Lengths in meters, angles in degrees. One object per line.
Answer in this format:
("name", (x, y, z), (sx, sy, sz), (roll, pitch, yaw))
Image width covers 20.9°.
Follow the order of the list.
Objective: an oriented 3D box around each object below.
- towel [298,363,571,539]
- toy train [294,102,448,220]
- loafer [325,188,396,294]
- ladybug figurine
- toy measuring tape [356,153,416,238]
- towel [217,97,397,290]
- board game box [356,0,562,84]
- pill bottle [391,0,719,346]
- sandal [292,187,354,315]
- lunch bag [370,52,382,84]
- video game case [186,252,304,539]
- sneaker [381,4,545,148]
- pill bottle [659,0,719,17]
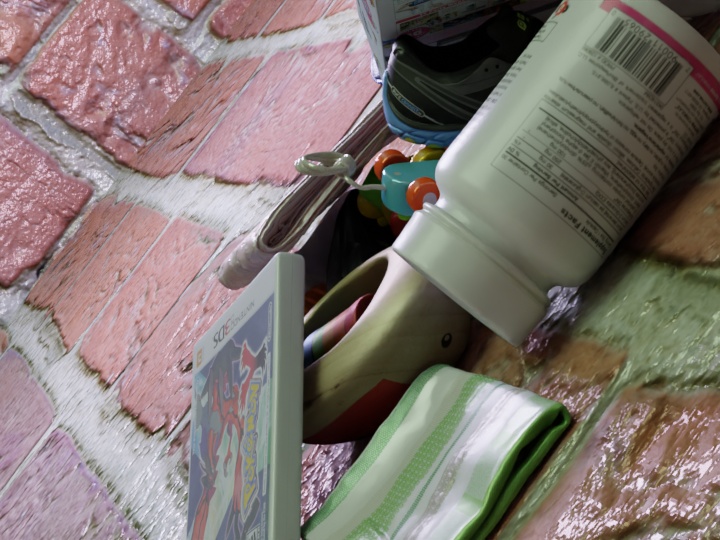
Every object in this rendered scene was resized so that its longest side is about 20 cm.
("towel", (0.036, 0.120, 1.109), (0.149, 0.031, 0.200), (-55, 14, -8))
("toy train", (0.049, -0.064, 1.273), (0.200, 0.150, 0.056), (-32, -50, -54))
("loafer", (0.000, 0.000, 1.444), (0.072, 0.073, 0.200), (-51, 12, 21))
("ladybug figurine", (0.005, 0.055, 1.279), (0.200, 0.072, 0.136), (-35, 22, 49))
("toy measuring tape", (0.080, -0.051, 1.372), (0.200, 0.074, 0.074), (-6, 43, 40))
("towel", (-0.025, -0.065, 1.454), (0.191, 0.032, 0.200), (-46, 2, -13))
("board game box", (0.072, -0.192, 1.260), (0.147, 0.064, 0.200), (-19, -11, -1))
("pill bottle", (0.115, -0.063, 1.135), (0.200, 0.113, 0.113), (-51, 14, 0))
("sandal", (-0.034, 0.017, 1.510), (0.059, 0.079, 0.207), (-37, 12, 44))
("lunch bag", (0.098, -0.200, 1.483), (0.200, 0.132, 0.136), (170, 108, -71))
("video game case", (-0.078, 0.113, 1.281), (0.182, 0.023, 0.201), (135, 139, -59))
("sneaker", (0.112, -0.125, 1.225), (0.199, 0.083, 0.071), (-4, 26, 5))
("pill bottle", (0.223, -0.270, 1.296), (0.112, 0.112, 0.200), (-36, 23, 47))
